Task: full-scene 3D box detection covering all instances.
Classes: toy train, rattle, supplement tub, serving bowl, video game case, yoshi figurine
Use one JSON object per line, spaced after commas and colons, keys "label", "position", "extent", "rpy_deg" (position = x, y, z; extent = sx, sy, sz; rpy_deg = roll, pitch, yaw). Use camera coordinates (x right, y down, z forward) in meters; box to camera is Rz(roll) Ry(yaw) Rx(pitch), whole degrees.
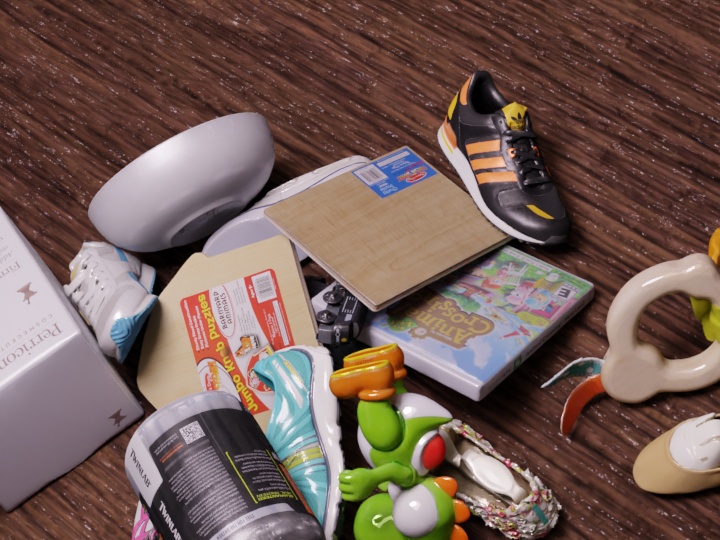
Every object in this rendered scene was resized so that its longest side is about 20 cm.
{"label": "toy train", "position": [0.000, 0.000, 1.743], "extent": [0.045, 0.034, 0.201], "rpy_deg": [8, 39, 9]}
{"label": "rattle", "position": [0.249, 0.047, 1.690], "extent": [0.200, 0.130, 0.143], "rpy_deg": [-40, 37, 24]}
{"label": "supplement tub", "position": [-0.107, 0.208, 1.582], "extent": [0.122, 0.123, 0.200], "rpy_deg": [-33, 53, -4]}
{"label": "serving bowl", "position": [-0.165, -0.073, 1.854], "extent": [0.199, 0.200, 0.066], "rpy_deg": [-29, 79, -1]}
{"label": "video game case", "position": [0.085, 0.027, 1.747], "extent": [0.199, 0.022, 0.182], "rpy_deg": [26, 47, 31]}
{"label": "yoshi figurine", "position": [0.019, 0.173, 1.629], "extent": [0.112, 0.202, 0.112], "rpy_deg": [-23, 9, -24]}

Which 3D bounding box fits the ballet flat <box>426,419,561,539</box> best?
{"label": "ballet flat", "position": [0.091, 0.168, 1.665], "extent": [0.199, 0.064, 0.076], "rpy_deg": [26, 69, 32]}

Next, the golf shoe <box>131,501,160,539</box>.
{"label": "golf shoe", "position": [-0.170, 0.235, 1.719], "extent": [0.072, 0.092, 0.202], "rpy_deg": [16, 75, -15]}

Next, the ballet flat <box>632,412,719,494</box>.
{"label": "ballet flat", "position": [0.324, 0.138, 1.603], "extent": [0.198, 0.063, 0.069], "rpy_deg": [-15, 53, 10]}

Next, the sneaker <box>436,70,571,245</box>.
{"label": "sneaker", "position": [0.142, -0.110, 1.805], "extent": [0.069, 0.090, 0.200], "rpy_deg": [-6, 43, -31]}

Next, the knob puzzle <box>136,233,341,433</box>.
{"label": "knob puzzle", "position": [-0.123, 0.079, 1.781], "extent": [0.218, 0.030, 0.222], "rpy_deg": [1, 93, 25]}

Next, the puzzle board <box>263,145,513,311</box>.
{"label": "puzzle board", "position": [0.028, -0.041, 1.764], "extent": [0.150, 0.017, 0.199], "rpy_deg": [40, 44, 25]}

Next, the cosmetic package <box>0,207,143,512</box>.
{"label": "cosmetic package", "position": [-0.343, 0.083, 1.813], "extent": [0.167, 0.167, 0.200], "rpy_deg": [-36, 54, -6]}

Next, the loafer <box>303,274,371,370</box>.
{"label": "loafer", "position": [-0.056, 0.036, 1.812], "extent": [0.199, 0.073, 0.072], "rpy_deg": [29, 51, 26]}

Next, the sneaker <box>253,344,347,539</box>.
{"label": "sneaker", "position": [-0.053, 0.166, 1.677], "extent": [0.079, 0.078, 0.202], "rpy_deg": [-7, 70, -2]}

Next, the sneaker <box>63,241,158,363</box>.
{"label": "sneaker", "position": [-0.243, 0.028, 1.811], "extent": [0.077, 0.080, 0.200], "rpy_deg": [-59, 15, 8]}

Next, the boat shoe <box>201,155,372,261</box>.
{"label": "boat shoe", "position": [-0.068, -0.055, 1.879], "extent": [0.199, 0.071, 0.070], "rpy_deg": [-31, 24, 5]}
